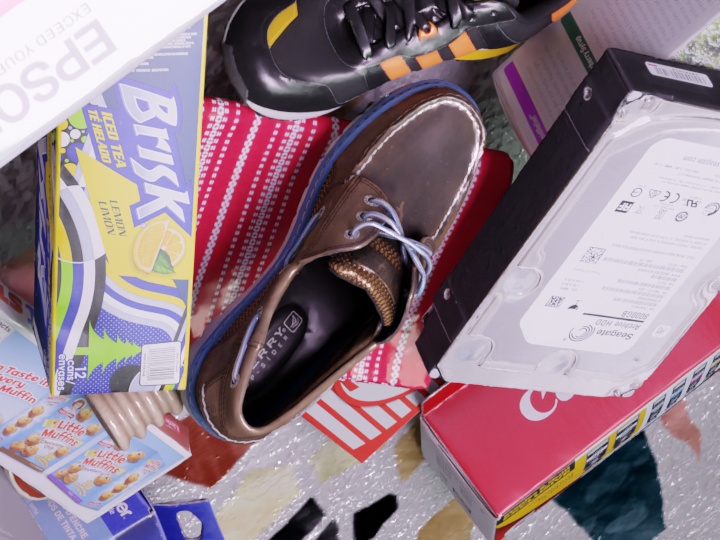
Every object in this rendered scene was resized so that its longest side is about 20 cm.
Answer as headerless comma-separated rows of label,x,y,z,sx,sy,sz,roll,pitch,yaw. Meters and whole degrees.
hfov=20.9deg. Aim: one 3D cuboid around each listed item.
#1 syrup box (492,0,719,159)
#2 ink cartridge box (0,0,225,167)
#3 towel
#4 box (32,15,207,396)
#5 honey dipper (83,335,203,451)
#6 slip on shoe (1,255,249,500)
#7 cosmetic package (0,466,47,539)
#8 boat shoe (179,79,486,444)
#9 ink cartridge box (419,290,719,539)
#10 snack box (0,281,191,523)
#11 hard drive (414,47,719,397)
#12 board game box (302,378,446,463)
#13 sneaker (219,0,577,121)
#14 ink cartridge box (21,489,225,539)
syrup box,0.169,-0.120,0.970,0.200,0.082,0.079,-40,135,22
ink cartridge box,-0.133,-0.144,0.716,0.200,0.075,0.165,-38,115,-6
towel,-0.025,-0.008,0.968,0.199,0.022,0.145,7,116,-34
box,-0.106,-0.049,0.851,0.064,0.070,0.201,-1,116,-16
honey dipper,-0.041,0.017,0.939,0.199,0.038,0.038,-33,145,-12
slip on shoe,-0.121,0.045,1.005,0.200,0.061,0.074,-52,145,15
cosmetic package,-0.202,0.156,0.929,0.107,0.200,0.090,-40,144,3
boat shoe,0.000,0.000,0.896,0.072,0.072,0.201,37,83,-22
ink cartridge box,0.137,0.071,1.216,0.199,0.084,0.176,-37,167,-6
snack box,-0.169,0.055,0.946,0.072,0.024,0.200,-34,133,14
hard drive,0.130,-0.016,0.977,0.139,0.038,0.200,8,133,-32
board game box,0.005,0.014,1.105,0.151,0.046,0.200,-43,146,3
sneaker,0.027,-0.128,0.920,0.199,0.070,0.090,-19,178,-37
ink cartridge box,-0.174,0.180,1.092,0.199,0.076,0.137,-33,145,-15
